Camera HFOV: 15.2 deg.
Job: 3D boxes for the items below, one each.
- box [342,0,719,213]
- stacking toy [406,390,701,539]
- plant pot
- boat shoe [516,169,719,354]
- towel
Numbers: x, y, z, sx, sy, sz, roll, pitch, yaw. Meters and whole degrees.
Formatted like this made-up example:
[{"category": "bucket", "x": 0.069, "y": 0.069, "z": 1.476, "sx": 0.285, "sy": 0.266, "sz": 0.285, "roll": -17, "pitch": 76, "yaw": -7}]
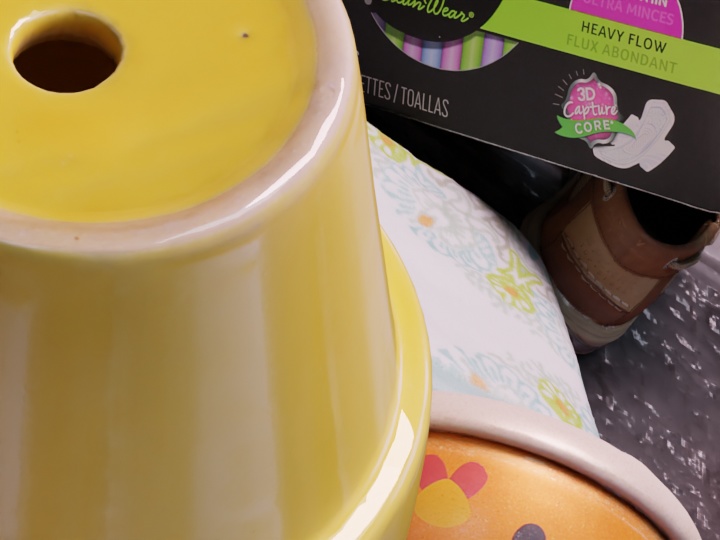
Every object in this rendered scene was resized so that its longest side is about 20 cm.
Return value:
[{"category": "box", "x": 0.094, "y": -0.122, "z": 1.007, "sx": 0.200, "sy": 0.149, "sz": 0.124, "roll": 19, "pitch": 20, "yaw": 34}, {"category": "stacking toy", "x": 0.017, "y": 0.149, "z": 0.803, "sx": 0.146, "sy": 0.146, "sz": 0.200, "roll": 33, "pitch": 55, "yaw": -23}, {"category": "plant pot", "x": -0.075, "y": 0.001, "z": 0.695, "sx": 0.200, "sy": 0.189, "sz": 0.201, "roll": 4, "pitch": 52, "yaw": -5}, {"category": "boat shoe", "x": 0.126, "y": -0.038, "z": 1.108, "sx": 0.076, "sy": 0.072, "sz": 0.200, "roll": 44, "pitch": 36, "yaw": -9}, {"category": "towel", "x": 0.000, "y": 0.000, "z": 0.928, "sx": 0.200, "sy": 0.048, "sz": 0.171, "roll": 34, "pitch": 25, "yaw": -23}]
